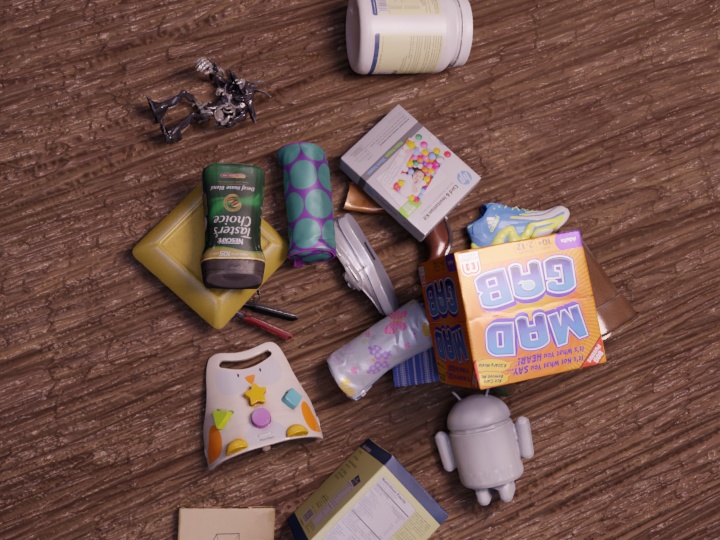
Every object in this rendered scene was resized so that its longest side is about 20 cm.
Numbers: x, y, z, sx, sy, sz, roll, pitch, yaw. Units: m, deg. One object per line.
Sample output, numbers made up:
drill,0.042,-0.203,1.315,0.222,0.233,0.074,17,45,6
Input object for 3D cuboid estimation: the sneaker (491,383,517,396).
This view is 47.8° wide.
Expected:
sneaker,0.180,0.168,1.452,0.090,0.067,0.200,-43,89,-11

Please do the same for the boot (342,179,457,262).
boot,0.068,-0.096,1.446,0.200,0.068,0.189,13,84,-10

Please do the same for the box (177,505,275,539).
box,-0.226,0.498,1.364,0.163,0.021,0.200,3,85,-11

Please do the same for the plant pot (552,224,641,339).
plant pot,0.357,0.038,1.440,0.200,0.200,0.198,-26,85,-12

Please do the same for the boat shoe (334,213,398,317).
boat shoe,0.000,0.000,1.431,0.065,0.074,0.200,-28,87,17

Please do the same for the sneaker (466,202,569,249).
sneaker,0.282,-0.093,1.486,0.200,0.076,0.105,-29,91,-11

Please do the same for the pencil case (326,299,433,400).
pencil case,0.040,0.134,1.385,0.200,0.083,0.091,-36,51,6

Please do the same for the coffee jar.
coffee jar,-0.205,-0.068,1.311,0.104,0.085,0.200,1,77,-14

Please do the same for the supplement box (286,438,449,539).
supplement box,0.005,0.404,1.328,0.200,0.200,0.134,-43,95,-11

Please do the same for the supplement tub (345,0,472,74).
supplement tub,0.083,-0.421,1.432,0.200,0.145,0.145,-4,87,-12

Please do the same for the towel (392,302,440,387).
towel,0.148,0.119,1.410,0.200,0.024,0.145,-11,70,17

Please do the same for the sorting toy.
sorting toy,-0.179,0.216,1.371,0.200,0.107,0.180,-14,70,-12

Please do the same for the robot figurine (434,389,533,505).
robot figurine,0.218,0.304,1.423,0.169,0.113,0.200,-15,88,13

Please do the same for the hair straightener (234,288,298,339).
hair straightener,-0.199,0.049,1.401,0.200,0.041,0.077,21,70,-4

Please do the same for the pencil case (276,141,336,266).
pencil case,-0.093,-0.114,1.394,0.085,0.092,0.200,6,72,-42

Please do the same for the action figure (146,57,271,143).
action figure,-0.251,-0.288,1.378,0.200,0.102,0.119,-25,80,-11

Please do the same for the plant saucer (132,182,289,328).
plant saucer,-0.243,-0.040,1.365,0.200,0.048,0.200,42,70,-1

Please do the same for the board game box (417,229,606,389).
board game box,0.225,0.062,1.258,0.199,0.200,0.200,-10,87,-12

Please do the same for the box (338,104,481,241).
box,0.086,-0.172,1.427,0.200,0.041,0.156,44,72,5
